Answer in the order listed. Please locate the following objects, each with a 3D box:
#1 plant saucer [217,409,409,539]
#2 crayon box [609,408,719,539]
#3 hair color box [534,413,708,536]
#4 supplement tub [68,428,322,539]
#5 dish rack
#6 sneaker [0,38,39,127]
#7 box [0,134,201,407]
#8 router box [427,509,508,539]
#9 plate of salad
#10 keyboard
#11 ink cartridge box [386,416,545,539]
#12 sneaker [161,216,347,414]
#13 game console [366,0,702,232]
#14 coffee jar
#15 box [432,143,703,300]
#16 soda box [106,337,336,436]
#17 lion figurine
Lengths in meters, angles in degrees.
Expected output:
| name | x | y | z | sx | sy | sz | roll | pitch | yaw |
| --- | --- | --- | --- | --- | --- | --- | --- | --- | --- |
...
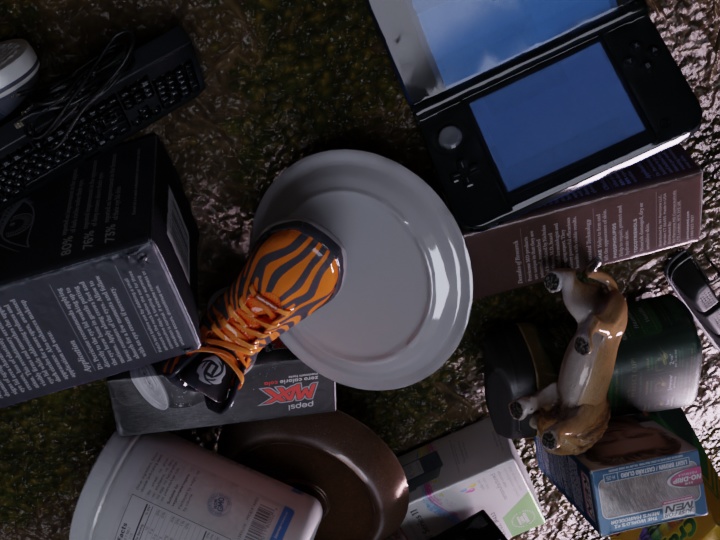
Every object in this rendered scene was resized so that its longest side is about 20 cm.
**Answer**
| name | x | y | z | sx | sy | sz | roll | pitch | yaw |
| --- | --- | --- | --- | --- | --- | --- | --- | --- | --- |
| plant saucer | -0.052 | 0.210 | 0.949 | 0.196 | 0.035 | 0.203 | 10 | 127 | 13 |
| crayon box | 0.306 | 0.243 | 0.986 | 0.050 | 0.202 | 0.128 | 18 | 121 | -22 |
| hair color box | 0.234 | 0.177 | 0.925 | 0.098 | 0.200 | 0.062 | -11 | 96 | -4 |
| supplement tub | -0.144 | 0.231 | 0.892 | 0.197 | 0.132 | 0.134 | 22 | 123 | 6 |
| dish rack | 0.402 | -0.002 | 0.923 | 0.199 | 0.055 | 0.153 | -38 | 125 | 14 |
| sneaker | -0.297 | -0.091 | 0.707 | 0.197 | 0.079 | 0.080 | -23 | 124 | 16 |
| box | -0.228 | 0.002 | 0.743 | 0.196 | 0.149 | 0.106 | -16 | 128 | 3 |
| router box | 0.052 | 0.339 | 0.977 | 0.197 | 0.051 | 0.151 | -23 | 135 | -22 |
| plate of salad | 0.000 | 0.000 | 0.802 | 0.196 | 0.048 | 0.204 | 8 | 111 | 22 |
| keyboard | -0.196 | -0.095 | 0.688 | 0.198 | 0.040 | 0.104 | -34 | 158 | -10 |
| ink cartridge box | 0.078 | 0.244 | 1.025 | 0.197 | 0.068 | 0.118 | -25 | 127 | 8 |
| sneaker | -0.083 | 0.046 | 0.752 | 0.077 | 0.113 | 0.200 | 36 | 139 | -8 |
| game console | 0.127 | -0.156 | 0.722 | 0.197 | 0.173 | 0.118 | -24 | 153 | 8 |
| coffee jar | 0.213 | 0.091 | 0.930 | 0.196 | 0.086 | 0.106 | -10 | 127 | -4 |
| box | 0.166 | -0.054 | 0.808 | 0.196 | 0.101 | 0.076 | -13 | 127 | -1 |
| soda box | -0.121 | 0.091 | 0.879 | 0.196 | 0.064 | 0.072 | -6 | 127 | -7 |
| lion figurine | 0.184 | 0.073 | 0.814 | 0.121 | 0.072 | 0.203 | -10 | 127 | -47 |
